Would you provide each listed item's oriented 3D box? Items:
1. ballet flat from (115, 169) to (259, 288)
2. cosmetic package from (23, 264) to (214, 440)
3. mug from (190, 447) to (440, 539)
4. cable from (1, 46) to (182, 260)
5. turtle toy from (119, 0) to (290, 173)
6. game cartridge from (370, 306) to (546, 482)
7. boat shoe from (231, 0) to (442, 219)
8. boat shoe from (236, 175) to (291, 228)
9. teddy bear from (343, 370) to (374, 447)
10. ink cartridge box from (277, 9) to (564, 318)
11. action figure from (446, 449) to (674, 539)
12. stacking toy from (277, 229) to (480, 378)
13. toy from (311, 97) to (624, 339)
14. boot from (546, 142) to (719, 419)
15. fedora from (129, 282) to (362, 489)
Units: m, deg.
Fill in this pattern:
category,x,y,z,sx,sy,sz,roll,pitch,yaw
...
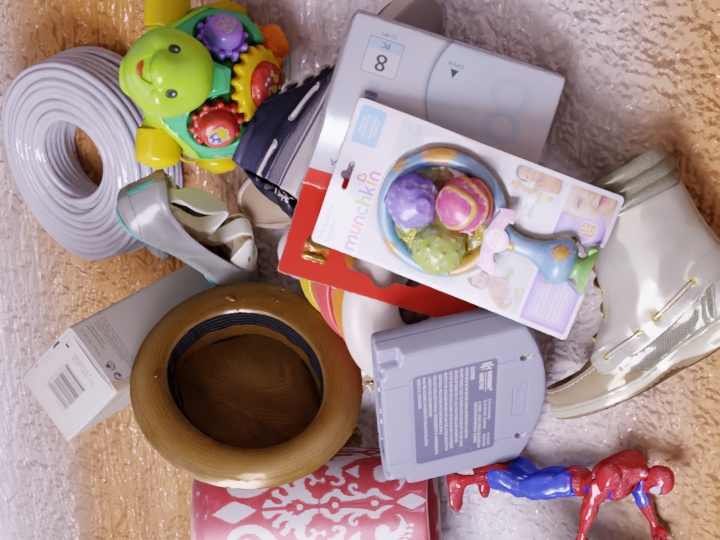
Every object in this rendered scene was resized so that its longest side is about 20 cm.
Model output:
category,x,y,z,sx,sy,sz,roll,pitch,yaw
ballet flat,-0.127,-0.029,1.278,0.064,0.200,0.067,-31,57,19
cosmetic package,-0.192,0.063,1.340,0.073,0.200,0.104,54,134,6
mug,-0.031,0.208,1.313,0.200,0.178,0.134,-4,98,9
cable,-0.253,-0.108,1.395,0.200,0.069,0.200,17,120,32
turtle toy,-0.124,-0.151,1.191,0.101,0.200,0.146,6,94,32
game cartridge,0.078,0.097,1.166,0.200,0.133,0.041,86,174,-54
boat shoe,-0.024,-0.139,1.153,0.093,0.075,0.200,32,87,39
boat shoe,-0.042,-0.077,1.244,0.200,0.065,0.072,-18,99,42
teddy bear,-0.045,0.097,1.339,0.145,0.067,0.200,30,124,8
ink cartridge box,0.042,-0.071,1.090,0.160,0.047,0.200,16,94,-8
action figure,0.171,0.196,1.204,0.200,0.065,0.099,-14,93,42
stacking toy,0.000,0.000,1.233,0.200,0.146,0.146,25,126,51
toy,0.072,-0.031,1.050,0.200,0.047,0.115,20,110,2
boot,0.186,0.012,1.102,0.200,0.072,0.155,-36,87,38
fedora,-0.093,0.107,1.251,0.200,0.201,0.082,32,155,23
